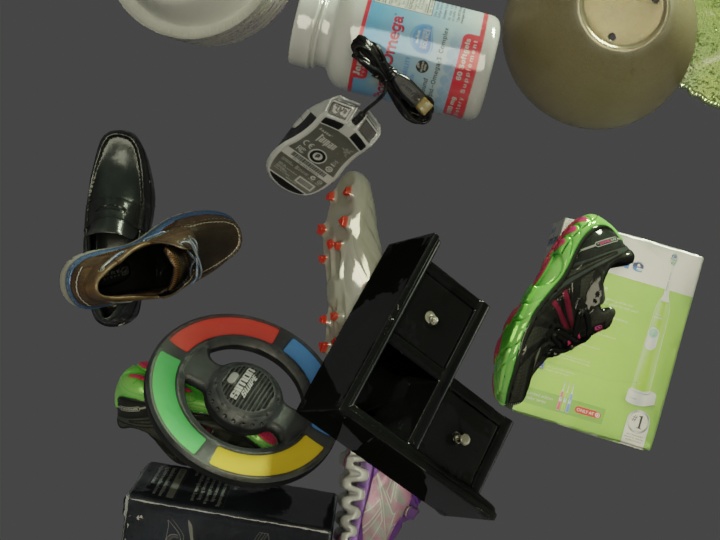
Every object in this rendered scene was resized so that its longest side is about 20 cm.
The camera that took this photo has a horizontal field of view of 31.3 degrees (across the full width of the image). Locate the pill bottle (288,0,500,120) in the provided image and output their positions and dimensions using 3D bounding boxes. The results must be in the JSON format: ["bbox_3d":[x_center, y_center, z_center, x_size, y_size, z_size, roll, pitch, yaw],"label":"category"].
[{"bbox_3d":[0.033,-0.225,1.290,0.199,0.109,0.109,13,89,0],"label":"pill bottle"}]

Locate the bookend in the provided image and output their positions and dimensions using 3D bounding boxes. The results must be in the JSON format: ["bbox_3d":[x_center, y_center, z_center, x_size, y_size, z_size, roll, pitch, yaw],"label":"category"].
[{"bbox_3d":[0.076,0.106,1.252,0.200,0.092,0.199,38,67,-20],"label":"bookend"}]

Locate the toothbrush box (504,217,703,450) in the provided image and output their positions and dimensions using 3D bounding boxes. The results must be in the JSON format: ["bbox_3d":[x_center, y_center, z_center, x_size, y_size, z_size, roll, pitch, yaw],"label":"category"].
[{"bbox_3d":[0.242,0.063,1.297,0.145,0.086,0.201,15,89,1],"label":"toothbrush box"}]

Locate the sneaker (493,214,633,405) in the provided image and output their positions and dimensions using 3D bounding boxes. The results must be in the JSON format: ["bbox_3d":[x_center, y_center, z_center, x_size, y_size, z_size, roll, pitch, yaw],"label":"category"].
[{"bbox_3d":[0.191,0.044,1.208,0.084,0.077,0.200,32,86,3],"label":"sneaker"}]

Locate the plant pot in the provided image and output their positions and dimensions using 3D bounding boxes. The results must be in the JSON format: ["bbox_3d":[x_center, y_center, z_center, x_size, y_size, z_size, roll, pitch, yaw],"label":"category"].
[{"bbox_3d":[0.249,-0.249,1.280,0.199,0.134,0.201,0,89,-1],"label":"plant pot"}]

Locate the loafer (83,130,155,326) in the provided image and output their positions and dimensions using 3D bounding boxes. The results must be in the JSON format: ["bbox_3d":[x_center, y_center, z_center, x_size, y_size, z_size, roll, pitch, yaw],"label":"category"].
[{"bbox_3d":[-0.246,-0.043,1.303,0.068,0.070,0.202,2,89,-1],"label":"loafer"}]

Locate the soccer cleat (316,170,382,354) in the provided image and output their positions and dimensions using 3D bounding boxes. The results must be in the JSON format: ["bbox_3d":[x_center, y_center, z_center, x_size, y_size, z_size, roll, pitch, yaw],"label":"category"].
[{"bbox_3d":[0.000,0.000,1.313,0.077,0.069,0.201,6,81,-29],"label":"soccer cleat"}]

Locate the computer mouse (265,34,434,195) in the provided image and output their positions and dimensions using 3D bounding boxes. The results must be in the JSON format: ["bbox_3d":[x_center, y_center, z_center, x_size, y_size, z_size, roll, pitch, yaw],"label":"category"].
[{"bbox_3d":[-0.021,-0.147,1.281,0.109,0.044,0.200,34,132,-25],"label":"computer mouse"}]

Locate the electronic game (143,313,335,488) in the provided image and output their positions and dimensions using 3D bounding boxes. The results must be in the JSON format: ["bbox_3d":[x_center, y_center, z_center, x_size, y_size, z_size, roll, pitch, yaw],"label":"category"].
[{"bbox_3d":[-0.114,0.124,1.263,0.199,0.042,0.201,13,47,-14],"label":"electronic game"}]

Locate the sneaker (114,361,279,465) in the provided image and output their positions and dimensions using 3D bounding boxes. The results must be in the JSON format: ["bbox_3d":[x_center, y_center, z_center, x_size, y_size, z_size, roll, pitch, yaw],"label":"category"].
[{"bbox_3d":[-0.156,0.159,1.308,0.199,0.077,0.084,23,117,-3],"label":"sneaker"}]

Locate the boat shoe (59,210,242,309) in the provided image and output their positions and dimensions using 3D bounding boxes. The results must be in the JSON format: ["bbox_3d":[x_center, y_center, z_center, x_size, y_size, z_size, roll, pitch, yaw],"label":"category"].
[{"bbox_3d":[-0.191,-0.004,1.263,0.200,0.072,0.073,-25,111,-33],"label":"boat shoe"}]

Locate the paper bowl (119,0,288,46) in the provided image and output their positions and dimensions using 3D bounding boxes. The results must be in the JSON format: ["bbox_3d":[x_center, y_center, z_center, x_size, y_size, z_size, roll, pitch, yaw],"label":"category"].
[{"bbox_3d":[-0.163,-0.327,1.269,0.200,0.104,0.202,1,94,17],"label":"paper bowl"}]

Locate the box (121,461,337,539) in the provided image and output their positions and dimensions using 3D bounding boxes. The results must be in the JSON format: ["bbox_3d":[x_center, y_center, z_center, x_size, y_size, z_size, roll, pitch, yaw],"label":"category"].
[{"bbox_3d":[-0.136,0.311,1.259,0.199,0.117,0.198,10,99,0],"label":"box"}]

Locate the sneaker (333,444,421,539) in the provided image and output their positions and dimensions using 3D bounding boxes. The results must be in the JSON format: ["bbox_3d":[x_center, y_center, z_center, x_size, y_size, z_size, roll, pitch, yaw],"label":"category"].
[{"bbox_3d":[0.019,0.247,1.298,0.088,0.080,0.201,7,88,-8],"label":"sneaker"}]
